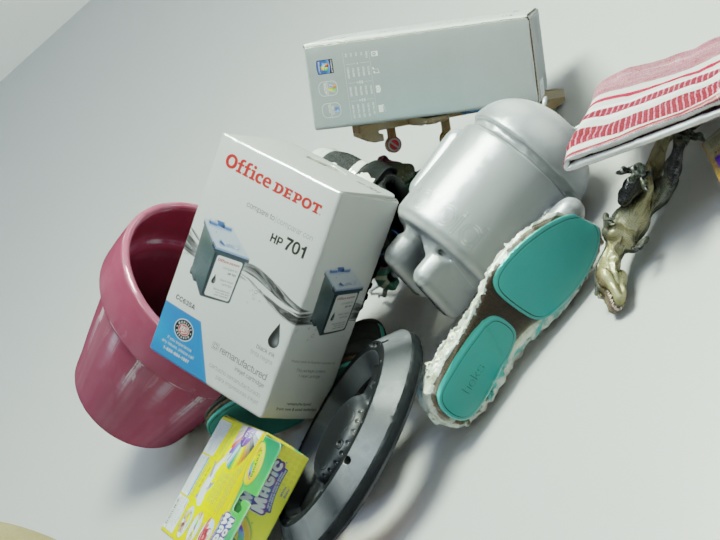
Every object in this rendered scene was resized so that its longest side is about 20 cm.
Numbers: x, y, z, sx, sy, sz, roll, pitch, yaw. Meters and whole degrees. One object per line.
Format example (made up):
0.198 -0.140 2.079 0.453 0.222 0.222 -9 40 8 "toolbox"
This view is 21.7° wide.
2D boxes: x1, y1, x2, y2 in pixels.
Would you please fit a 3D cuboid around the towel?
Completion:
0.233 -0.137 1.452 0.143 0.023 0.200 -21 14 22 "towel"

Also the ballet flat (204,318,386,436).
-0.051 0.094 1.647 0.199 0.068 0.069 -22 42 31 "ballet flat"

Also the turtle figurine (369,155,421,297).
0.036 -0.054 1.705 0.199 0.101 0.150 -17 39 40 "turtle figurine"

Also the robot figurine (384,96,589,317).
0.110 -0.059 1.544 0.200 0.113 0.169 -50 49 -6 "robot figurine"

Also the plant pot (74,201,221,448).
-0.177 0.067 1.787 0.179 0.199 0.200 -51 16 35 "plant pot"

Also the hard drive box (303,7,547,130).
0.062 -0.182 1.674 0.199 0.077 0.156 -7 9 10 "hard drive box"

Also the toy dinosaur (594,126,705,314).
0.219 -0.065 1.415 0.201 0.047 0.088 -59 -11 -27 "toy dinosaur"

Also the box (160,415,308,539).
-0.103 0.186 1.550 0.118 0.048 0.200 -61 12 -7 "box"

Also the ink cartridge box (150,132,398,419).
-0.074 0.004 1.571 0.146 0.086 0.201 27 105 35 "ink cartridge box"

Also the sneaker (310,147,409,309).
0.000 0.000 1.633 0.111 0.201 0.073 18 31 33 "sneaker"

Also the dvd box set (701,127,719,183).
0.321 -0.085 1.310 0.146 0.029 0.200 -41 22 17 "dvd box set"

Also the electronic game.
-0.007 0.137 1.486 0.200 0.041 0.200 -57 13 20 "electronic game"

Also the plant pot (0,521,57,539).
-0.310 0.304 1.651 0.134 0.202 0.200 -14 17 -14 "plant pot"

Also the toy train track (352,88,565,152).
0.091 -0.133 1.695 0.199 0.033 0.115 -12 10 -16 "toy train track"

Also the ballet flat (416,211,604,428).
0.107 0.033 1.457 0.200 0.072 0.072 -51 22 -10 "ballet flat"
